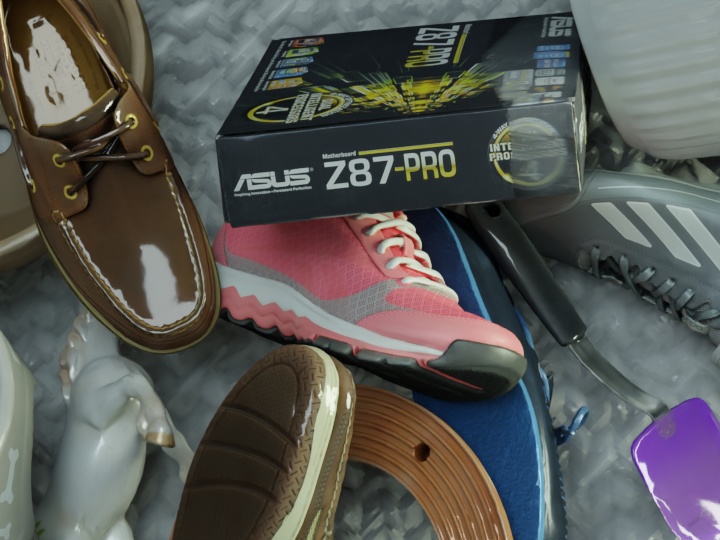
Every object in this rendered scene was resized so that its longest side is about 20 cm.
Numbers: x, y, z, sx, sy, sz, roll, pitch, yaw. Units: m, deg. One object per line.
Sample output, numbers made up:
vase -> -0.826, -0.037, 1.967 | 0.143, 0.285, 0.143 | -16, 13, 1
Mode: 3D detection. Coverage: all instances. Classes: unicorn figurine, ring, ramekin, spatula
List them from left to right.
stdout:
unicorn figurine -> -0.112, 0.085, 1.280 | 0.137, 0.074, 0.200 | 27, 88, 52
ring -> -0.010, 0.152, 1.245 | 0.200, 0.019, 0.201 | -8, 76, 34
spatula -> 0.112, 0.042, 1.264 | 0.056, 0.021, 0.200 | -33, 78, -33
ramekin -> 0.158, -0.145, 1.265 | 0.105, 0.200, 0.201 | -15, 68, 16

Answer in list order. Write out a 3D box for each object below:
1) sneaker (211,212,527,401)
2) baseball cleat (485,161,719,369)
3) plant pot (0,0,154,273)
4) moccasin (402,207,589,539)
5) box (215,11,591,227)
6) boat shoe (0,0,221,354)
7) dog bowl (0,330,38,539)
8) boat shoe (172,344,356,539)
sneaker -> 0.000, 0.000, 1.246 | 0.200, 0.074, 0.087 | 17, 85, 43
baseball cleat -> 0.154, 0.003, 1.276 | 0.199, 0.070, 0.107 | 2, 71, 12
plant pot -> -0.194, -0.080, 1.357 | 0.200, 0.093, 0.201 | -4, 70, 10
moccasin -> 0.067, 0.057, 1.266 | 0.080, 0.068, 0.201 | -26, 61, 31
box -> 0.026, -0.073, 1.264 | 0.161, 0.200, 0.049 | -3, 107, 8
boat shoe -> -0.126, -0.055, 1.251 | 0.072, 0.068, 0.201 | -25, 80, -5
dog bowl -> -0.239, 0.075, 1.216 | 0.199, 0.059, 0.201 | -1, 55, 1
boat shoe -> -0.041, 0.127, 1.216 | 0.075, 0.075, 0.203 | 43, 114, 47
